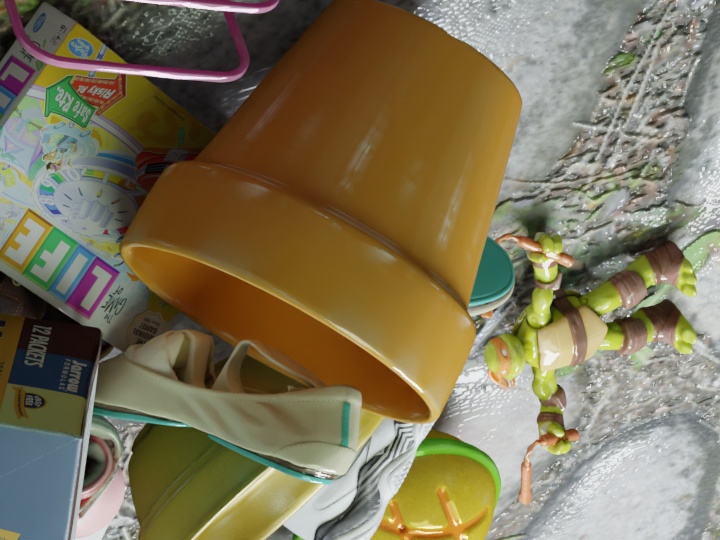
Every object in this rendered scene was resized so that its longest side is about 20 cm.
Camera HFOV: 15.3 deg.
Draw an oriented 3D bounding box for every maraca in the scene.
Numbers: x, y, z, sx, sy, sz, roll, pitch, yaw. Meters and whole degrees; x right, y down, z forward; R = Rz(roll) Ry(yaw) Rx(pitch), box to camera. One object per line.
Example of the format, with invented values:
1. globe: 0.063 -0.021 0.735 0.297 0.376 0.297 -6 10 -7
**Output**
1. maraca: 0.010 0.183 1.847 0.137 0.107 0.200 29 119 -38

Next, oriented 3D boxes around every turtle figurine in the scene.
1. turtle figurine: 0.144 0.048 1.785 0.161 0.064 0.201 -17 116 -20

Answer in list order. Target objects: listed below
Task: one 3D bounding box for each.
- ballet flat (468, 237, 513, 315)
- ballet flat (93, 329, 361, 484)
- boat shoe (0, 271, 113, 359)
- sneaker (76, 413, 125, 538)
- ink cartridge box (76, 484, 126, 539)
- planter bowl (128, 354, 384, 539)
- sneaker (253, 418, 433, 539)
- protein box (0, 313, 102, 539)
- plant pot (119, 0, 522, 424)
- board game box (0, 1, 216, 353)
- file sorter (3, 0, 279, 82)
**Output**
1. ballet flat: 0.000 0.000 1.661 0.199 0.070 0.070 6 134 -32
2. ballet flat: -0.082 0.067 1.513 0.069 0.199 0.070 -27 123 -49
3. boat shoe: -0.221 0.015 1.554 0.199 0.071 0.070 1 133 -34
4. sneaker: -0.179 0.125 1.620 0.075 0.104 0.200 -54 145 -12
5. ink cartridge box: -0.260 0.155 1.723 0.199 0.044 0.094 2 134 -30
6. planter bowl: -0.079 0.110 1.623 0.200 0.084 0.200 -39 169 -9
7. sneaker: -0.014 0.083 1.733 0.115 0.075 0.201 25 98 -14
8. protein box: -0.255 0.134 1.471 0.198 0.135 0.201 9 113 -4
9. plant pot: -0.004 -0.043 1.491 0.184 0.200 0.200 -62 142 -13
10. board game box: -0.149 -0.044 1.510 0.135 0.034 0.200 -55 139 -2
11. file sorter: -0.090 -0.206 1.318 0.138 0.126 0.200 2 136 -29
